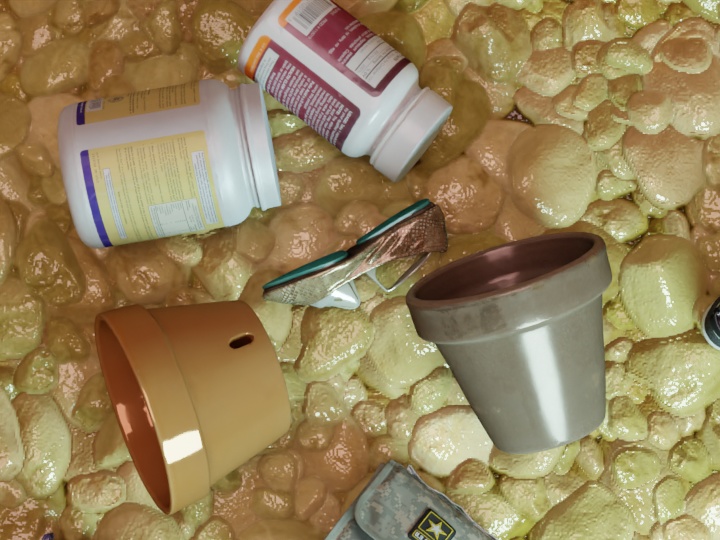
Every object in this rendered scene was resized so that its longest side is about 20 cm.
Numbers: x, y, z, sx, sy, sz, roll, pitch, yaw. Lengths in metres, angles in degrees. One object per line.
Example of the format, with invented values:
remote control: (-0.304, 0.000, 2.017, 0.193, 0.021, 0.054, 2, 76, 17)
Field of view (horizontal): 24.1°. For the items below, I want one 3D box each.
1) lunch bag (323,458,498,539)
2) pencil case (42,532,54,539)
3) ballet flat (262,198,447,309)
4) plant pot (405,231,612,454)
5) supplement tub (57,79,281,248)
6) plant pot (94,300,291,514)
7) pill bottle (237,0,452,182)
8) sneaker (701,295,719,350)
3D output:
lunch bag: (0.035, 0.301, 1.621, 0.164, 0.118, 0.200, 37, 79, 7)
pencil case: (-0.281, 0.360, 1.632, 0.083, 0.086, 0.202, 7, 84, 3)
ballet flat: (0.000, 0.000, 1.682, 0.199, 0.071, 0.066, -27, 98, 1)
plant pot: (0.160, 0.076, 1.620, 0.199, 0.200, 0.176, -17, 100, -1)
supplement tub: (-0.186, -0.107, 1.655, 0.198, 0.145, 0.147, -9, 83, 0)
plant pot: (-0.156, 0.114, 1.616, 0.139, 0.200, 0.201, -20, 83, -18)
pill bottle: (-0.014, -0.186, 1.678, 0.200, 0.114, 0.114, 39, 85, 5)
sneaker: (0.426, 0.004, 1.650, 0.200, 0.112, 0.073, -44, 85, -4)
